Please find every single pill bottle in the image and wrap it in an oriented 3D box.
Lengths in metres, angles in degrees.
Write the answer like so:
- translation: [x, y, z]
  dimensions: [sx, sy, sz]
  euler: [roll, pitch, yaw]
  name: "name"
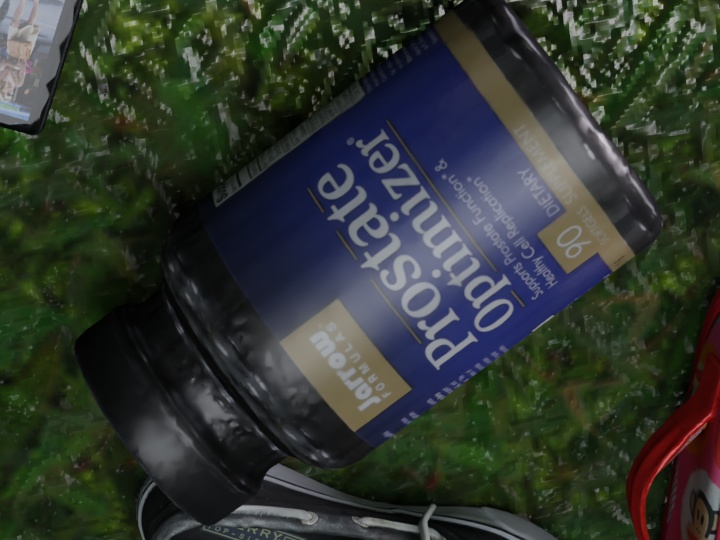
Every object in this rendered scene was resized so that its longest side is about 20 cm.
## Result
- translation: [0.000, 0.000, 0.909]
  dimensions: [0.200, 0.112, 0.112]
  euler: [-37, 112, 5]
  name: "pill bottle"

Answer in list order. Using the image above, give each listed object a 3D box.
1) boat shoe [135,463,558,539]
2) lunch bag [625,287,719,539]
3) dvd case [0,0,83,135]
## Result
- translation: [0.009, 0.122, 0.979]
  dimensions: [0.199, 0.068, 0.074]
  euler: [24, 105, -17]
  name: "boat shoe"
- translation: [0.189, 0.098, 0.993]
  dimensions: [0.175, 0.082, 0.201]
  euler: [5, 110, -11]
  name: "lunch bag"
- translation: [-0.151, -0.158, 0.874]
  dimensions: [0.142, 0.018, 0.201]
  euler: [15, 106, -15]
  name: "dvd case"
